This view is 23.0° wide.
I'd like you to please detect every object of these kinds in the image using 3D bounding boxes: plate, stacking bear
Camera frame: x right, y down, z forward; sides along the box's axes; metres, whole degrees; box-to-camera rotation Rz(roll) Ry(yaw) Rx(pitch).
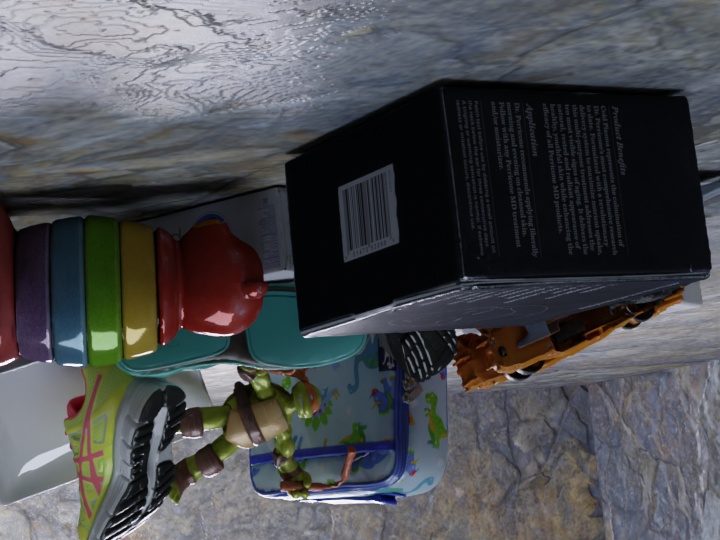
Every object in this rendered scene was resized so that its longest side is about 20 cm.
[{"bbox_3d":[-0.226,0.104,1.439,0.197,0.033,0.201,-19,148,-7],"label":"plate"},{"bbox_3d":[-0.165,0.009,1.249,0.197,0.115,0.121,-2,172,-7],"label":"stacking bear"}]

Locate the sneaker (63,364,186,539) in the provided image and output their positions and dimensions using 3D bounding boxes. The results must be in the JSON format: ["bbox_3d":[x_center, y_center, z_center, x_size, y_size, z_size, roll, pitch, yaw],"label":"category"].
[{"bbox_3d":[-0.197,0.140,1.399,0.078,0.090,0.201,-31,150,-47],"label":"sneaker"}]

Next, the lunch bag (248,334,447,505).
[{"bbox_3d":[-0.013,0.126,1.563,0.199,0.163,0.082,-9,165,43],"label":"lunch bag"}]

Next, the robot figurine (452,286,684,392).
[{"bbox_3d":[0.175,0.036,1.434,0.198,0.059,0.145,-23,172,-18],"label":"robot figurine"}]

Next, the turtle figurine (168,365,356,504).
[{"bbox_3d":[-0.099,0.118,1.457,0.160,0.201,0.065,-20,-143,-1],"label":"turtle figurine"}]

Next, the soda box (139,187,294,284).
[{"bbox_3d":[-0.116,-0.012,1.362,0.198,0.065,0.068,-11,171,36],"label":"soda box"}]

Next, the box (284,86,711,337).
[{"bbox_3d":[0.084,-0.033,1.140,0.195,0.126,0.199,0,170,-32],"label":"box"}]

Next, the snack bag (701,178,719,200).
[{"bbox_3d":[0.202,-0.017,1.466,0.187,0.022,0.200,-22,173,-36],"label":"snack bag"}]

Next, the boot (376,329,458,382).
[{"bbox_3d":[0.004,-0.012,1.360,0.067,0.201,0.130,-32,-133,-20],"label":"boot"}]

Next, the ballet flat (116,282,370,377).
[{"bbox_3d":[-0.093,0.040,1.340,0.197,0.068,0.070,-5,-164,-8],"label":"ballet flat"}]

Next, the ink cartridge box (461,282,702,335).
[{"bbox_3d":[0.207,0.010,1.690,0.198,0.085,0.144,-13,170,28],"label":"ink cartridge box"}]
